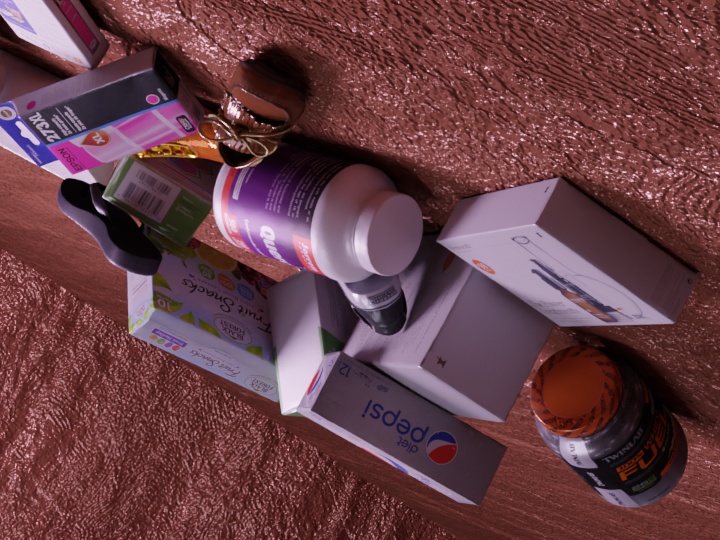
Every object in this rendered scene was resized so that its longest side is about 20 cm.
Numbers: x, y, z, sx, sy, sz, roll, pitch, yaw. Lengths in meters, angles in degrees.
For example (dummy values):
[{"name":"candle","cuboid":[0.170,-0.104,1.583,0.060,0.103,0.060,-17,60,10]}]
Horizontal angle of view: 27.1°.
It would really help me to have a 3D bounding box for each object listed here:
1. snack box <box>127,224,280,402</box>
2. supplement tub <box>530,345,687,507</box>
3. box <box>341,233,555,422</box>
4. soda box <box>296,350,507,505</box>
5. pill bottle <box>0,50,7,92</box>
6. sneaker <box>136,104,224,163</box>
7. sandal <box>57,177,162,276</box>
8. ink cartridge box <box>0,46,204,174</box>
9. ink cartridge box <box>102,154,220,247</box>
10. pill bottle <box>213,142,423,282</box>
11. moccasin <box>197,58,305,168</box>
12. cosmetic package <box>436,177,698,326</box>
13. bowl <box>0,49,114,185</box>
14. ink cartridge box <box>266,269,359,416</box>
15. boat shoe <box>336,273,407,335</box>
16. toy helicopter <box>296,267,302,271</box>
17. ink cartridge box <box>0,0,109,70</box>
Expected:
[{"name":"snack box","cuboid":[-0.157,0.043,1.612,0.200,0.053,0.143,28,-145,-32]},{"name":"supplement tub","cuboid":[0.263,0.165,1.594,0.122,0.123,0.200,18,164,39]},{"name":"box","cuboid":[0.089,0.054,1.473,0.106,0.153,0.200,34,167,-20]},{"name":"soda box","cuboid":[0.041,0.157,1.479,0.199,0.068,0.063,30,168,-12]},{"name":"pill bottle","cuboid":[-0.449,-0.246,1.568,0.113,0.113,0.200,26,167,15]},{"name":"sneaker","cuboid":[-0.198,-0.139,1.525,0.199,0.077,0.073,22,164,24]},{"name":"sandal","cuboid":[-0.257,-0.055,1.571,0.076,0.043,0.200,12,-162,-39]},{"name":"ink cartridge box","cuboid":[-0.261,-0.149,1.463,0.199,0.037,0.095,-15,140,21]},{"name":"ink cartridge box","cuboid":[-0.213,-0.107,1.641,0.104,0.059,0.200,32,-163,-13]},{"name":"pill bottle","cuboid":[-0.040,-0.055,1.422,0.199,0.113,0.112,18,163,41]},{"name":"moccasin","cuboid":[-0.099,-0.133,1.326,0.073,0.078,0.201,31,167,-10]},{"name":"cosmetic package","cuboid":[0.172,-0.011,1.281,0.151,0.052,0.200,36,166,-15]},{"name":"bowl","cuboid":[-0.380,-0.183,1.753,0.199,0.075,0.200,26,168,13]},{"name":"ink cartridge box","cuboid":[0.006,0.086,1.623,0.199,0.147,0.084,11,153,-42]},{"name":"boat shoe","cuboid":[0.000,0.000,1.489,0.200,0.068,0.057,-115,3,-61]},{"name":"toy helicopter","cuboid":[-0.062,-0.002,1.725,0.200,0.079,0.132,46,-166,-1]},{"name":"ink cartridge box","cuboid":[-0.306,-0.256,1.367,0.094,0.037,0.200,26,169,18]}]
